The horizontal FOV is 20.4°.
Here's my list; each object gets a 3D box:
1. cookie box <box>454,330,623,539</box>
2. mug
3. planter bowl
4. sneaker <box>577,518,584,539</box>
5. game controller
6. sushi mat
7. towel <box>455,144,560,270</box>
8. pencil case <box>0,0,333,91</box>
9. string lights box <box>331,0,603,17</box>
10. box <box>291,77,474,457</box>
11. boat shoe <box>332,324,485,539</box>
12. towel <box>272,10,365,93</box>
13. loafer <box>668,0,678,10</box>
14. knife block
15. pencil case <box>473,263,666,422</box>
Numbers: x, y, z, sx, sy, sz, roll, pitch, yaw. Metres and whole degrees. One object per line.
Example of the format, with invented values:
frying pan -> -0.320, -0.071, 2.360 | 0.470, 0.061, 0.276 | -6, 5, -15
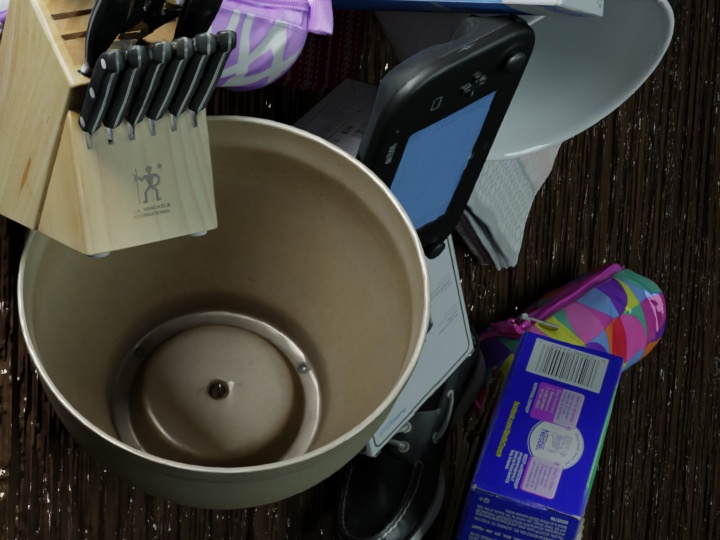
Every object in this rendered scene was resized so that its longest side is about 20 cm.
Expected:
cookie box -> 0.105, 0.172, 1.327 | 0.171, 0.075, 0.200 | -64, 169, -52
mug -> 0.080, -0.191, 1.141 | 0.148, 0.175, 0.200 | -17, 152, -23
planter bowl -> -0.071, 0.039, 1.028 | 0.135, 0.200, 0.200 | 100, 16, -60
sneaker -> 0.128, 0.249, 1.515 | 0.090, 0.075, 0.200 | -32, 118, -42
game controller -> 0.031, -0.056, 1.076 | 0.104, 0.042, 0.200 | -39, 162, -34
sushi mat -> 0.064, 0.168, 1.358 | 0.096, 0.012, 0.200 | -59, 164, -58
towel -> 0.111, -0.108, 1.357 | 0.191, 0.032, 0.200 | -67, 162, -8
pencil case -> -0.109, -0.139, 0.968 | 0.200, 0.085, 0.084 | 6, 75, -52
string lights box -> 0.029, -0.189, 1.055 | 0.059, 0.200, 0.103 | 1, 94, -61
box -> 0.000, 0.000, 1.214 | 0.117, 0.060, 0.200 | -45, 137, -34
boat shoe -> 0.028, 0.102, 1.297 | 0.200, 0.074, 0.060 | -60, 144, -36
towel -> -0.050, -0.178, 1.143 | 0.200, 0.022, 0.145 | 2, 94, -61
loafer -> 0.203, -0.257, 1.507 | 0.071, 0.073, 0.200 | 48, 49, -46
knife block -> -0.119, -0.102, 0.880 | 0.064, 0.200, 0.176 | -12, 106, -27
pencil case -> 0.155, 0.053, 1.488 | 0.200, 0.088, 0.088 | -25, 119, -56
